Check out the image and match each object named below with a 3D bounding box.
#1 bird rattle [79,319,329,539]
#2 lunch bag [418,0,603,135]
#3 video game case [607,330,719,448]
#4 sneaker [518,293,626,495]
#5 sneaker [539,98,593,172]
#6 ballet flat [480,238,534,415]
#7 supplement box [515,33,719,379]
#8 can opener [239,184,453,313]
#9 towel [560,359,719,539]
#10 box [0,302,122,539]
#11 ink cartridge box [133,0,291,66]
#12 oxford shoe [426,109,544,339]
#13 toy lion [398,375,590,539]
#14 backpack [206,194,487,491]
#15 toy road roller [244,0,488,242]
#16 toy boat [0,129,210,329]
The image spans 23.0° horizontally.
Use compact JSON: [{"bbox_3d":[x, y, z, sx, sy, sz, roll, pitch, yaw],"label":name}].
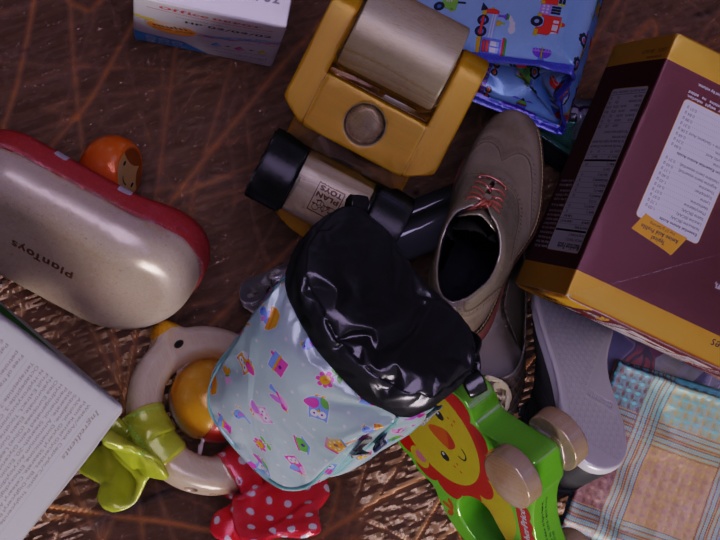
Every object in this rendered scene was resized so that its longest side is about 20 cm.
[{"bbox_3d":[-0.112,0.122,1.341,0.198,0.113,0.164,16,68,-8],"label":"bird rattle"},{"bbox_3d":[0.084,-0.213,1.373,0.198,0.094,0.152,15,65,8],"label":"lunch bag"},{"bbox_3d":[0.261,0.034,1.427,0.181,0.023,0.202,-8,87,-7],"label":"video game case"},{"bbox_3d":[0.150,0.082,1.376,0.070,0.099,0.201,8,57,-21],"label":"sneaker"},{"bbox_3d":[0.230,-0.115,1.425,0.198,0.075,0.088,13,51,1],"label":"sneaker"},{"bbox_3d":[0.107,0.027,1.396,0.067,0.046,0.202,10,85,-5],"label":"ballet flat"},{"bbox_3d":[0.252,-0.037,1.297,0.196,0.133,0.201,24,89,-11],"label":"supplement box"},{"bbox_3d":[0.000,0.000,1.393,0.199,0.053,0.067,-22,121,-8],"label":"can opener"},{"bbox_3d":[0.271,0.166,1.404,0.198,0.022,0.148,18,92,-9],"label":"towel"},{"bbox_3d":[-0.320,0.096,1.238,0.198,0.171,0.200,33,80,35],"label":"box"},{"bbox_3d":[-0.108,-0.210,1.310,0.114,0.200,0.068,10,85,-6],"label":"ink cartridge box"},{"bbox_3d":[0.096,-0.041,1.297,0.070,0.075,0.201,14,65,5],"label":"oxford shoe"},{"bbox_3d":[0.087,0.145,1.336,0.068,0.191,0.201,-35,131,-26],"label":"toy lion"},{"bbox_3d":[-0.022,0.066,1.259,0.126,0.200,0.167,-28,77,-35],"label":"backpack"},{"bbox_3d":[0.003,-0.114,1.331,0.122,0.146,0.201,27,104,-4],"label":"toy road roller"},{"bbox_3d":[-0.203,-0.049,1.340,0.199,0.131,0.131,28,53,-2],"label":"toy boat"}]
